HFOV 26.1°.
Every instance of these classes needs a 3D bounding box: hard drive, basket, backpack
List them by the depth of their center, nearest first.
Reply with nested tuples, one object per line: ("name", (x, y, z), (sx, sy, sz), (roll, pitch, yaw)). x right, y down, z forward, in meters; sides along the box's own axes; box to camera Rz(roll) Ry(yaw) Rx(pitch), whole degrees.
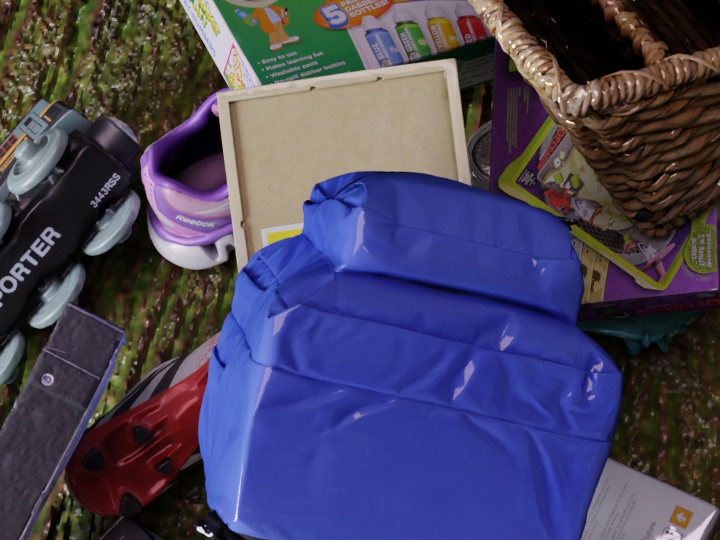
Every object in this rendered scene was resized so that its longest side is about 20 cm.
("backpack", (0.019, 0.044, 0.685), (0.161, 0.200, 0.169), (18, 88, -10))
("basket", (0.123, -0.145, 0.725), (0.142, 0.149, 0.201), (-36, 56, 9))
("hard drive", (-0.181, 0.118, 0.792), (0.038, 0.140, 0.201), (27, 77, -8))

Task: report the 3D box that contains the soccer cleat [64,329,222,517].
("soccer cleat", (-0.076, 0.064, 0.858), (0.199, 0.085, 0.069), (-34, 106, -9))

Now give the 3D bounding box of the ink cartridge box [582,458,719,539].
("ink cartridge box", (0.077, 0.127, 0.808), (0.199, 0.037, 0.095), (24, 75, 21))

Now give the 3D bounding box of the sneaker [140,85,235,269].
("sneaker", (-0.045, -0.081, 0.899), (0.199, 0.089, 0.081), (-32, 61, -2))

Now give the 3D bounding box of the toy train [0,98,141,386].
("toy train", (-0.208, -0.013, 0.914), (0.200, 0.085, 0.114), (-51, 29, -3))

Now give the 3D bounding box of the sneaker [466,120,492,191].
("sneaker", (0.150, -0.082, 0.849), (0.199, 0.082, 0.078), (-13, 65, 11))

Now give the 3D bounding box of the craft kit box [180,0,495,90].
("craft kit box", (-0.006, -0.179, 0.907), (0.199, 0.049, 0.198), (-19, 56, -21))

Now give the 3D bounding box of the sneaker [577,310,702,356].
("sneaker", (0.157, 0.004, 0.829), (0.199, 0.077, 0.080), (-14, 84, 15))

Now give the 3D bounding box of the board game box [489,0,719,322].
("board game box", (0.126, -0.072, 0.796), (0.119, 0.032, 0.201), (-9, 64, 29))

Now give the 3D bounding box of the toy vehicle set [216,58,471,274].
("toy vehicle set", (0.000, 0.000, 0.797), (0.123, 0.027, 0.202), (-6, 91, 4))

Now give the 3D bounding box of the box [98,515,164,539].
("box", (-0.123, 0.266, 0.800), (0.200, 0.050, 0.198), (-46, 65, -7))
